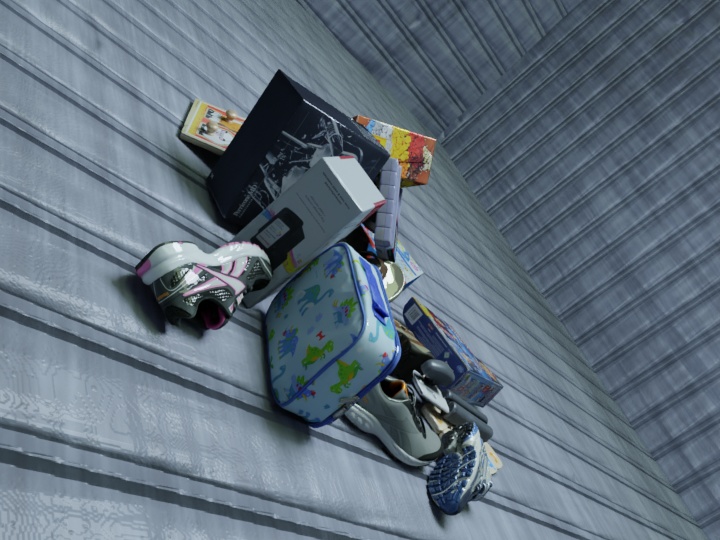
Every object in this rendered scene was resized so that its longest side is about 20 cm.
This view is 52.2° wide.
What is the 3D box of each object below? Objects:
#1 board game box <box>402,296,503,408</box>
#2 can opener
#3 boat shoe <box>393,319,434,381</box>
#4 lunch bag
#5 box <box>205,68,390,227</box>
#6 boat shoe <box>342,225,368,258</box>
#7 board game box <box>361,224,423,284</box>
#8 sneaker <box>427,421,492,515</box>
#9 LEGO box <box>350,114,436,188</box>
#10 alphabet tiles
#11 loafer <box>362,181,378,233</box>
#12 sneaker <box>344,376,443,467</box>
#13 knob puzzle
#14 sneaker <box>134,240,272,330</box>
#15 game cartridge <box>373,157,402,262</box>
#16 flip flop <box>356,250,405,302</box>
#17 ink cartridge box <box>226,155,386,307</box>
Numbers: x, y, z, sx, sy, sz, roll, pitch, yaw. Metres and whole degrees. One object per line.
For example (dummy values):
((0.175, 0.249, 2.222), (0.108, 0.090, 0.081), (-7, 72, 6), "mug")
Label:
((0.173, 0.167, 1.350), (0.199, 0.062, 0.201), (38, 12, -44), "board game box")
((0.157, 0.209, 1.185), (0.199, 0.067, 0.054), (37, 20, -33), "can opener")
((0.044, 0.113, 1.153), (0.074, 0.075, 0.200), (54, 8, 37), "boat shoe")
((-0.034, 0.071, 0.872), (0.082, 0.160, 0.202), (37, 20, -31), "lunch bag")
((-0.092, -0.148, 1.073), (0.180, 0.201, 0.105), (24, 21, -40), "box")
((-0.030, -0.025, 1.239), (0.074, 0.073, 0.202), (34, 28, -32), "boat shoe")
((0.026, -0.043, 1.445), (0.197, 0.056, 0.200), (52, 17, 5), "board game box")
((0.154, 0.293, 1.043), (0.086, 0.076, 0.200), (59, 22, -6), "sneaker")
((0.019, -0.198, 1.271), (0.146, 0.079, 0.199), (13, -2, -21), "LEGO box")
((0.162, 0.257, 1.233), (0.197, 0.015, 0.199), (53, 17, 17), "alphabet tiles")
((-0.004, -0.134, 1.279), (0.199, 0.071, 0.073), (31, 16, -50), "loafer")
((0.052, 0.194, 0.978), (0.200, 0.079, 0.075), (41, 17, -32), "sneaker")
((-0.184, -0.219, 1.197), (0.216, 0.031, 0.221), (23, 25, -11), "knob puzzle")
((-0.164, 0.025, 0.816), (0.199, 0.080, 0.088), (-4, 67, -60), "sneaker")
((0.046, -0.086, 1.172), (0.200, 0.037, 0.133), (65, 27, -81), "game cartridge")
((0.000, 0.000, 1.115), (0.197, 0.057, 0.083), (17, 54, -40), "flip flop")
((-0.076, -0.054, 0.961), (0.083, 0.199, 0.146), (51, 17, 1), "ink cartridge box")
